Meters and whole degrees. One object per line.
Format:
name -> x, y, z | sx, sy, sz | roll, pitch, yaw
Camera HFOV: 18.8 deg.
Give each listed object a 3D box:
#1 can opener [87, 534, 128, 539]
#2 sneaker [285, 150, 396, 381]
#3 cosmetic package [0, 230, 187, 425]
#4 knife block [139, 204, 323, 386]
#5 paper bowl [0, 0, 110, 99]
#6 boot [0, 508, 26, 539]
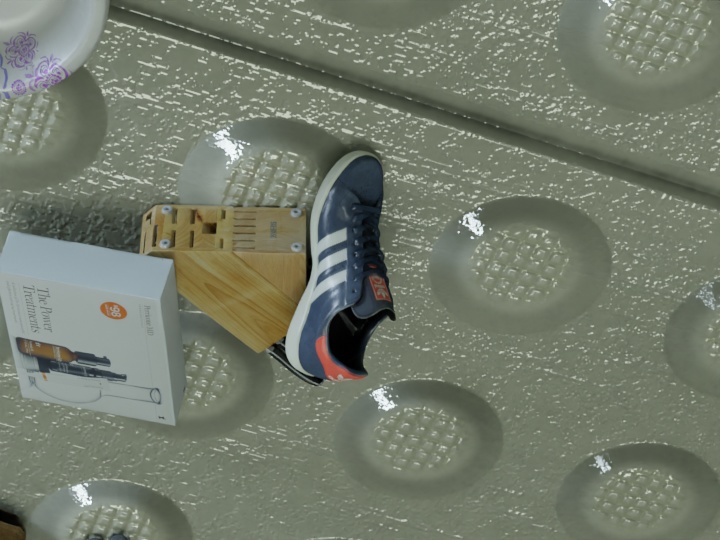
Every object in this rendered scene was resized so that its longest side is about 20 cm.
can opener -> -0.244, 0.362, 2.246 | 0.053, 0.067, 0.201 | -7, 131, 5
sneaker -> 0.000, 0.000, 1.870 | 0.075, 0.084, 0.201 | 5, 99, -44
cosmetic package -> -0.237, 0.054, 1.943 | 0.150, 0.052, 0.200 | 8, 144, 6
knife block -> -0.097, 0.028, 1.957 | 0.199, 0.064, 0.176 | 1, 131, -2
paper bowl -> -0.292, -0.242, 1.691 | 0.199, 0.105, 0.201 | 0, 132, 0
boot -> -0.430, 0.253, 2.160 | 0.199, 0.074, 0.076 | 17, 110, -21
